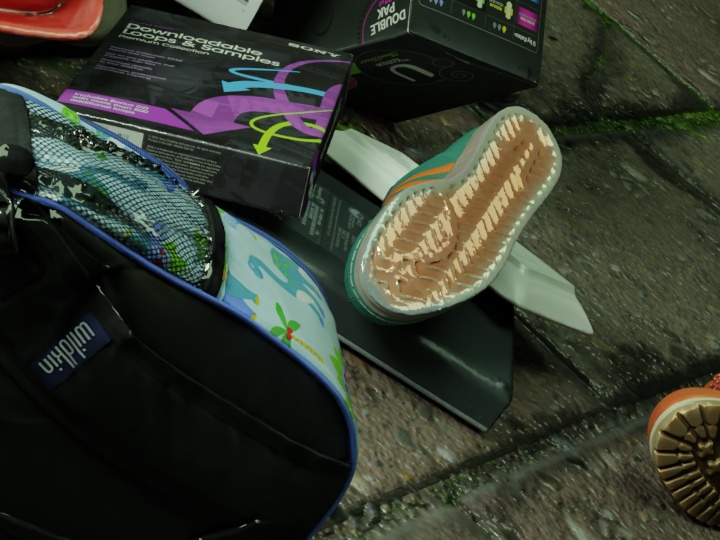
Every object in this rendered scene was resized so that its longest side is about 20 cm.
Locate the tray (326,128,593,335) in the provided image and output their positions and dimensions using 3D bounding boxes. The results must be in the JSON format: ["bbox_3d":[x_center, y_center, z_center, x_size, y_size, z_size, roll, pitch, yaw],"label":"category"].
[{"bbox_3d":[0.056,-0.030,1.351,0.200,0.022,0.107,40,10,32],"label":"tray"}]

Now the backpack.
[{"bbox_3d":[-0.108,0.038,0.828,0.200,0.183,0.147,31,23,-27],"label":"backpack"}]

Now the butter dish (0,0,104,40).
[{"bbox_3d":[-0.222,-0.235,1.168,0.200,0.148,0.200,10,41,-12],"label":"butter dish"}]

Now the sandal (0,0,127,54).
[{"bbox_3d":[-0.186,-0.170,1.281,0.082,0.055,0.200,42,19,11],"label":"sandal"}]

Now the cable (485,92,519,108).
[{"bbox_3d":[0.080,-0.192,1.723,0.097,0.050,0.200,27,26,-25],"label":"cable"}]

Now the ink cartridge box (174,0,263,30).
[{"bbox_3d":[-0.137,-0.249,1.430,0.175,0.084,0.200,30,12,-15],"label":"ink cartridge box"}]

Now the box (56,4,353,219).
[{"bbox_3d":[-0.086,-0.095,1.248,0.143,0.036,0.200,13,23,1],"label":"box"}]

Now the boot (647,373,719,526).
[{"bbox_3d":[0.222,0.101,1.345,0.200,0.075,0.107,26,20,-46],"label":"boot"}]

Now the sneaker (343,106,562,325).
[{"bbox_3d":[0.041,-0.019,1.233,0.071,0.080,0.200,52,42,-4],"label":"sneaker"}]

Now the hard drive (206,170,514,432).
[{"bbox_3d":[0.000,0.000,1.255,0.200,0.033,0.140,32,22,-10],"label":"hard drive"}]

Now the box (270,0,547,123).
[{"bbox_3d":[0.037,-0.219,1.468,0.124,0.148,0.200,17,73,-38],"label":"box"}]
